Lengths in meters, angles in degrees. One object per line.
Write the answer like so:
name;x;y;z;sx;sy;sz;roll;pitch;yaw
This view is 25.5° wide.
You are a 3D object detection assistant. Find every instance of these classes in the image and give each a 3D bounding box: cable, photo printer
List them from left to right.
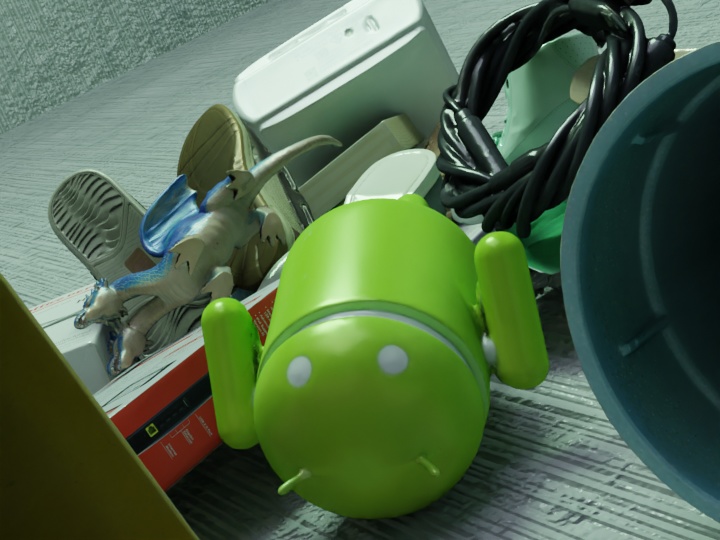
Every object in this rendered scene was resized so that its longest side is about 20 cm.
photo printer;0.004;-0.124;1.280;0.165;0.200;0.070;-31;60;3
cable;0.105;-0.096;0.937;0.165;0.050;0.200;-65;24;-4

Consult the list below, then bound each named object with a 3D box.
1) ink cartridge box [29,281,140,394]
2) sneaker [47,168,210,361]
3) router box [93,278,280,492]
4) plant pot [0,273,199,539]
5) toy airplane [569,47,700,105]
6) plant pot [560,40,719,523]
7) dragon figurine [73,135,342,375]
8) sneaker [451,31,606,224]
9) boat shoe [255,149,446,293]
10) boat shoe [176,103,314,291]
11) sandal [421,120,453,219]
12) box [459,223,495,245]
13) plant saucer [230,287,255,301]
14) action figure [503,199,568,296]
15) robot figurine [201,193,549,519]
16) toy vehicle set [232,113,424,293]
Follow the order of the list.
ink cartridge box;-0.213;0.064;1.164;0.115;0.067;0.200;-21;16;9
sneaker;-0.126;0.017;1.095;0.075;0.200;0.106;-41;-23;3
router box;-0.130;0.091;0.905;0.199;0.049;0.179;-29;7;48
plant pot;-0.185;0.150;0.663;0.175;0.201;0.200;-33;15;10
toy airplane;0.233;-0.091;0.907;0.198;0.141;0.201;-32;47;13
plant pot;0.214;-0.019;0.643;0.199;0.202;0.196;-10;13;39
dragon figurine;-0.100;-0.023;0.996;0.099;0.059;0.201;-3;46;54
sneaker;0.115;-0.100;1.090;0.073;0.120;0.200;-13;-3;-27
boat shoe;0.000;0.000;1.017;0.072;0.062;0.200;4;39;35
boat shoe;-0.076;-0.043;1.107;0.073;0.064;0.201;-48;38;19
sandal;0.083;-0.087;1.221;0.210;0.070;0.078;-20;15;7
box;0.027;0.032;0.984;0.041;0.039;0.200;-9;22;39
plant saucer;-0.030;0.013;1.125;0.199;0.039;0.201;-21;17;7
action figure;0.123;-0.012;0.965;0.117;0.055;0.199;-9;14;44
robot figurine;0.009;0.042;0.807;0.173;0.117;0.201;-11;32;14
toy vehicle set;-0.042;-0.044;1.198;0.199;0.027;0.124;-38;1;11
